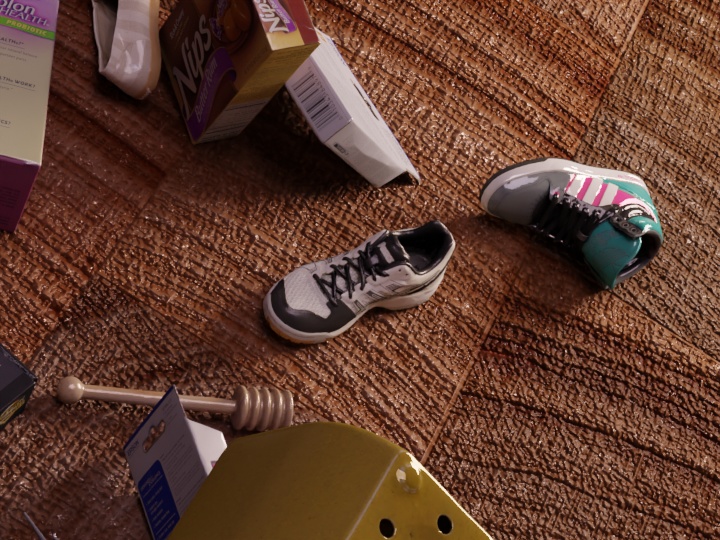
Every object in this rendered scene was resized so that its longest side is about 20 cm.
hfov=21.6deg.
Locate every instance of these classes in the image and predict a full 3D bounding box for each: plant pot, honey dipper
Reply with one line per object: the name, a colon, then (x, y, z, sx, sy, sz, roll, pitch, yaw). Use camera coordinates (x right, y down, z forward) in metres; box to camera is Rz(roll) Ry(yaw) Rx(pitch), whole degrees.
plant pot: (-0.014, 0.222, 1.305, 0.194, 0.199, 0.196, 46, 49, -14)
honey dipper: (-0.155, 0.109, 1.564, 0.198, 0.038, 0.038, 6, 51, -18)

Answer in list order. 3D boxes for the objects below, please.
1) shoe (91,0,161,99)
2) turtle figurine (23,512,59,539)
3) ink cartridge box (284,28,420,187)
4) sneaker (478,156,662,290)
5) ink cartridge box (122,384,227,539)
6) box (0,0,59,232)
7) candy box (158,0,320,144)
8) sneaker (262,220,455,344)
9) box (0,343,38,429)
shoe: (-0.225, -0.254, 1.791, 0.053, 0.070, 0.202, 13, 51, -29)
turtle figurine: (-0.207, 0.280, 1.347, 0.100, 0.150, 0.201, -30, 71, -1)
ink cartridge box: (-0.034, -0.175, 1.805, 0.201, 0.040, 0.200, 58, 10, 24)
sneaker: (0.219, -0.039, 1.852, 0.198, 0.084, 0.121, 2, 44, -28)
ink cartridge box: (-0.124, 0.197, 1.461, 0.037, 0.095, 0.201, 0, 54, -40)
box: (-0.362, -0.155, 1.621, 0.174, 0.097, 0.202, 13, 50, -18)
candy box: (-0.115, -0.210, 1.708, 0.056, 0.200, 0.118, -14, 77, -31)
sneaker: (0.000, 0.000, 1.695, 0.199, 0.088, 0.076, -21, 68, -37)
box: (-0.386, 0.081, 1.451, 0.198, 0.050, 0.200, 42, 46, 7)
